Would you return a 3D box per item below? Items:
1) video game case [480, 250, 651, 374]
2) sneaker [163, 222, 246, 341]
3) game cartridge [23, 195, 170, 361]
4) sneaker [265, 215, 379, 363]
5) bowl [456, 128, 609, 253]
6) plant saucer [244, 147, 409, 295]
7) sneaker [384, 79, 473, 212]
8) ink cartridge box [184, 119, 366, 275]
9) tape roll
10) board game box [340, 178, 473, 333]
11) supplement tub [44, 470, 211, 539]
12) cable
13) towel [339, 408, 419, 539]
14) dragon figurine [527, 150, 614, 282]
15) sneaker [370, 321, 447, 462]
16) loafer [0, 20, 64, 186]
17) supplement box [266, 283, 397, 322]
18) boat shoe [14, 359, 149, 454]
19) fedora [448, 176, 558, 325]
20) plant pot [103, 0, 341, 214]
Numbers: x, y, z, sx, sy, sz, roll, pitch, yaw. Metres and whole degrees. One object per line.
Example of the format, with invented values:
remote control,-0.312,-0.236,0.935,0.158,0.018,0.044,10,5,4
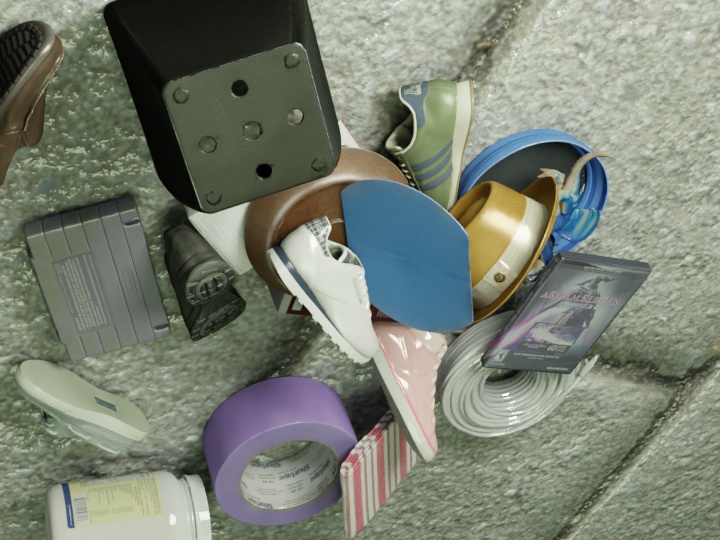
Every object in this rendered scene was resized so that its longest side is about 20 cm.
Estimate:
video game case,0.255,0.057,1.582,0.142,0.019,0.200,7,134,-29
sneaker,-0.184,0.011,1.448,0.076,0.091,0.200,-29,158,-18
game cartridge,-0.296,0.012,1.429,0.129,0.039,0.201,-12,133,-6
sneaker,-0.022,0.026,1.398,0.080,0.076,0.200,-39,132,-2
bowl,0.203,-0.085,1.535,0.199,0.039,0.202,-11,133,-12
plant saucer,-0.029,-0.043,1.409,0.199,0.035,0.201,-11,127,-15
sneaker,0.071,-0.135,1.430,0.089,0.067,0.201,3,135,-4
ink cartridge box,-0.087,-0.091,1.409,0.199,0.050,0.109,-33,133,7
tape roll,-0.104,0.240,1.671,0.199,0.085,0.201,-12,133,-13
board game box,0.060,-0.023,1.371,0.039,0.157,0.201,-47,143,-38
supplement tub,-0.302,0.338,1.637,0.199,0.145,0.146,-5,131,-18
cable,0.198,0.139,1.712,0.199,0.069,0.200,15,123,-30
towel,0.031,0.250,1.695,0.200,0.030,0.147,-45,147,-36
dragon figurine,0.243,-0.071,1.493,0.099,0.059,0.200,19,125,-36
sneaker,0.079,0.139,1.614,0.104,0.075,0.201,-25,96,-10
loafer,-0.343,-0.160,1.242,0.071,0.073,0.200,14,129,-43
supplement box,0.000,0.000,1.514,0.199,0.061,0.109,6,125,-25
boat shoe,-0.346,0.175,1.526,0.071,0.070,0.200,-43,134,13
fedora,0.137,-0.035,1.412,0.082,0.201,0.201,32,115,-13
plant pot,-0.118,-0.167,1.214,0.198,0.178,0.201,-18,119,-6
